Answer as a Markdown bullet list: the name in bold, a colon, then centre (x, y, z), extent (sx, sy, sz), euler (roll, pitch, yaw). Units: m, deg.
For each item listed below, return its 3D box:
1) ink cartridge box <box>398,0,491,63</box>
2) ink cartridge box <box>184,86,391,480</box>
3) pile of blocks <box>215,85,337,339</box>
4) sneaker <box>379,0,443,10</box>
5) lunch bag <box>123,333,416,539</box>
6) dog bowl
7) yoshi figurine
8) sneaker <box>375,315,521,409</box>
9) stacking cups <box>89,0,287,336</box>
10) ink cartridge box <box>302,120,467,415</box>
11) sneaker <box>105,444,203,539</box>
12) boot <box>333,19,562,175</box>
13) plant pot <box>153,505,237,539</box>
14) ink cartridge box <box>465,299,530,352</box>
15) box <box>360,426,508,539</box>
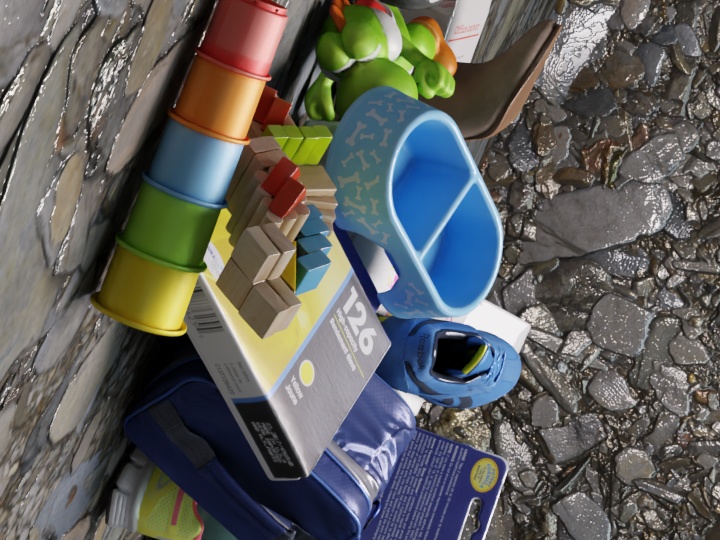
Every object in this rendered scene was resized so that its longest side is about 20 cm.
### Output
- **ink cartridge box**: centre (0.050, -0.183, 1.609), extent (0.200, 0.067, 0.116), euler (-70, 166, 16)
- **ink cartridge box**: centre (-0.047, 0.005, 1.252), extent (0.200, 0.047, 0.198), euler (-56, 128, -42)
- **pile of blocks**: centre (-0.041, -0.047, 1.097), extent (0.062, 0.082, 0.200), euler (-57, -153, 37)
- **sneaker**: centre (0.053, -0.294, 1.361), extent (0.115, 0.076, 0.201), euler (92, 15, -53)
- **lunch bag**: centre (-0.065, 0.126, 1.349), extent (0.136, 0.200, 0.132), euler (-32, -162, 48)
- **dog bowl**: centre (0.045, -0.043, 1.324), extent (0.112, 0.050, 0.200), euler (-55, 138, -25)
- **yoshi figurine**: centre (0.014, -0.146, 1.398), extent (0.112, 0.112, 0.200), euler (-59, 172, 13)
- **sneaker**: centre (0.083, 0.076, 1.446), extent (0.200, 0.078, 0.066), euler (15, 81, -53)
- **stacking cups**: centre (-0.098, -0.065, 1.050), extent (0.061, 0.060, 0.200), euler (-38, 148, -76)
- **ink cartridge box**: centre (0.000, 0.000, 1.462), extent (0.145, 0.087, 0.200), euler (-60, 137, -28)
- **sneaker**: centre (-0.119, 0.132, 1.443), extent (0.078, 0.090, 0.200), euler (102, 14, -63)
- **boot**: centre (0.057, -0.150, 1.521), extent (0.200, 0.146, 0.070), euler (-59, 170, 7)
- **plant pot**: centre (-0.108, 0.284, 1.709), extent (0.201, 0.200, 0.161), euler (107, 1, -54)
- **ink cartridge box**: centre (0.042, 0.040, 1.759), extent (0.200, 0.144, 0.084), euler (20, -96, 56)
- **box**: centre (0.006, 0.174, 1.461), extent (0.032, 0.200, 0.121), euler (95, 16, -73)
